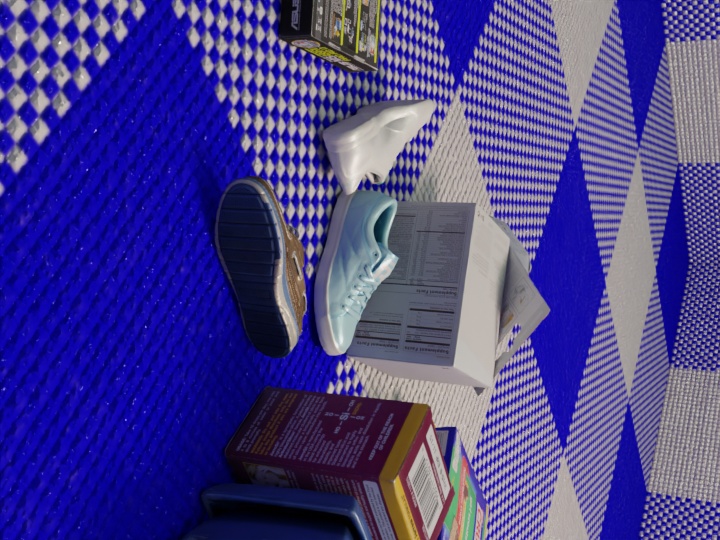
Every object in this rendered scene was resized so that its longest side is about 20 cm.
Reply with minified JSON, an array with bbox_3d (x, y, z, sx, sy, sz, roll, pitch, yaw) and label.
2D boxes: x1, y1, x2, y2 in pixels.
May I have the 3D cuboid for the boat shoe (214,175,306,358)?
[{"bbox_3d":[-0.095,-0.013,0.947,0.073,0.071,0.203,-59,151,-50],"label":"boat shoe"}]

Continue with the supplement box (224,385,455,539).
[{"bbox_3d":[-0.019,0.208,0.965,0.104,0.196,0.133,-57,140,-44],"label":"supplement box"}]

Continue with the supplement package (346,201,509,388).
[{"bbox_3d":[0.091,0.032,1.214,0.151,0.148,0.204,32,64,-60],"label":"supplement package"}]

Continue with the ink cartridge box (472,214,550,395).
[{"bbox_3d":[0.180,0.049,1.296,0.056,0.201,0.164,15,122,-38],"label":"ink cartridge box"}]

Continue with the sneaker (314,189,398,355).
[{"bbox_3d":[0.000,0.000,1.107,0.074,0.080,0.204,26,70,-59],"label":"sneaker"}]

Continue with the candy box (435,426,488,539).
[{"bbox_3d":[0.104,0.330,1.220,0.202,0.075,0.171,68,27,-43],"label":"candy box"}]

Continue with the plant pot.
[{"bbox_3d":[-0.075,0.319,0.882,0.181,0.196,0.203,-63,144,-47],"label":"plant pot"}]

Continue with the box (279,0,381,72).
[{"bbox_3d":[-0.027,-0.341,1.061,0.159,0.043,0.205,3,90,-63],"label":"box"}]

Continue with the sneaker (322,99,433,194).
[{"bbox_3d":[0.025,-0.153,1.153,0.199,0.074,0.090,-33,119,-46],"label":"sneaker"}]
